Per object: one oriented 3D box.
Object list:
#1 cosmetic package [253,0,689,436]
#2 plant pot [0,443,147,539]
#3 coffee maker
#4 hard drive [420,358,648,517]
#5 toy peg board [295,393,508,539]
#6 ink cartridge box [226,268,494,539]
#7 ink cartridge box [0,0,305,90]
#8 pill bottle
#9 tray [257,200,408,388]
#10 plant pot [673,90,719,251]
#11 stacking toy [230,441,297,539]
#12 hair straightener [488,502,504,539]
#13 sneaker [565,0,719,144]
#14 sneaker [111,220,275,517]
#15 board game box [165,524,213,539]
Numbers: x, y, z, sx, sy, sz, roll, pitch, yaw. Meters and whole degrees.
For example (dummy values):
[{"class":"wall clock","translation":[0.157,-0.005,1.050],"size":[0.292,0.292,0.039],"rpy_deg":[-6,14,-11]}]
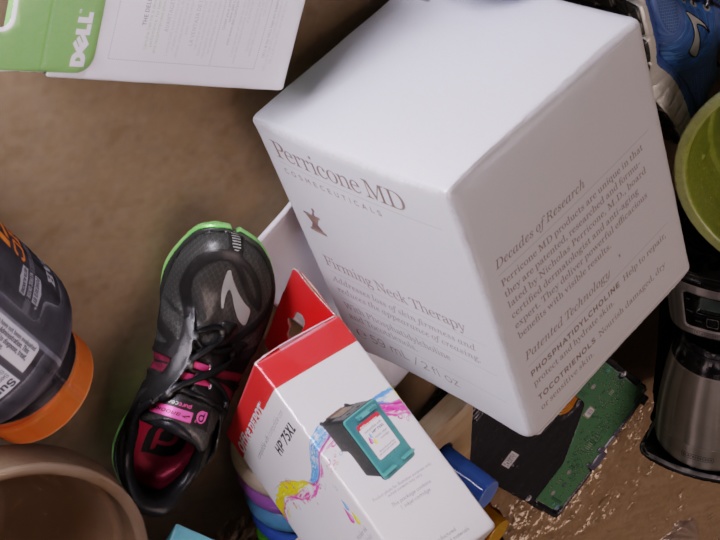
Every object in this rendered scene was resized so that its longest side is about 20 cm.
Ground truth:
[{"class":"cosmetic package","translation":[0.073,-0.045,0.879],"size":[0.166,0.167,0.200],"rpy_deg":[-43,133,-22]},{"class":"plant pot","translation":[-0.233,0.173,0.854],"size":[0.201,0.093,0.201],"rpy_deg":[-21,130,-27]},{"class":"coffee maker","translation":[0.298,0.041,1.192],"size":[0.134,0.192,0.200],"rpy_deg":[0,121,3]},{"class":"hard drive","translation":[0.143,0.112,1.170],"size":[0.140,0.038,0.200],"rpy_deg":[-53,137,3]},{"class":"toy peg board","translation":[0.038,0.226,1.036],"size":[0.200,0.098,0.199],"rpy_deg":[-41,151,-28]},{"class":"ink cartridge box","translation":[-0.016,0.111,0.894],"size":[0.067,0.200,0.116],"rpy_deg":[-29,162,-27]},{"class":"ink cartridge box","translation":[-0.122,-0.155,0.744],"size":[0.200,0.059,0.104],"rpy_deg":[-3,119,-39]},{"class":"pill bottle","translation":[-0.220,0.014,0.745],"size":[0.106,0.106,0.200],"rpy_deg":[-45,138,-6]},{"class":"tray","translation":[0.000,0.000,0.982],"size":[0.107,0.022,0.200],"rpy_deg":[-49,138,0]},{"class":"plant pot","translation":[0.345,-0.123,1.052],"size":[0.200,0.200,0.190],"rpy_deg":[75,30,-42]},{"class":"stacking toy","translation":[-0.041,0.182,1.040],"size":[0.085,0.085,0.200],"rpy_deg":[-28,139,-23]},{"class":"hair straightener","translation":[0.037,0.268,1.186],"size":[0.200,0.041,0.077],"rpy_deg":[-32,134,-20]},{"class":"sneaker","translation":[0.202,-0.173,1.004],"size":[0.089,0.078,0.200],"rpy_deg":[-54,146,-7]},{"class":"sneaker","translation":[-0.099,0.065,0.889],"size":[0.077,0.084,0.200],"rpy_deg":[12,111,-14]},{"class":"board game box","translation":[-0.092,0.263,0.958],"size":[0.151,0.047,0.200],"rpy_deg":[26,132,-9]}]
